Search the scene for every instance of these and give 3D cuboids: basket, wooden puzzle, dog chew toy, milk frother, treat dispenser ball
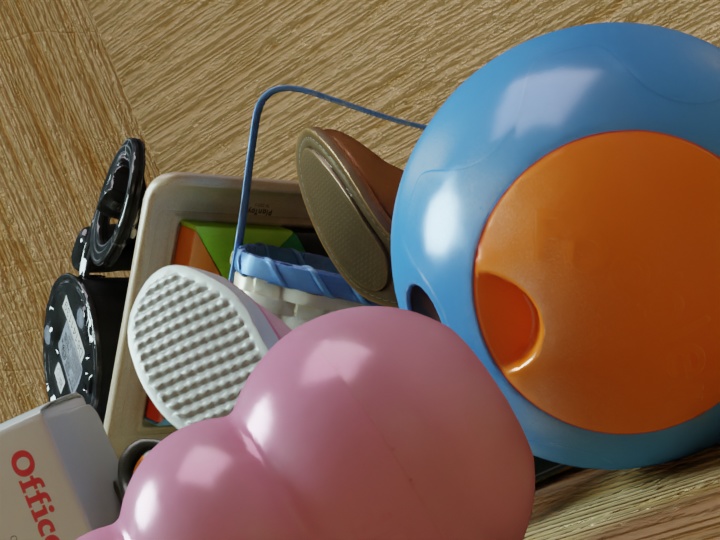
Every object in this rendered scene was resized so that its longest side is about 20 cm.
[{"bbox_3d":[0.000,0.000,0.991,0.175,0.201,0.139,15,9,2],"label":"basket"},{"bbox_3d":[-0.079,0.036,1.069,0.184,0.201,0.037,1,19,-46],"label":"wooden puzzle"},{"bbox_3d":[-0.034,0.101,0.613,0.199,0.125,0.125,-32,0,-10],"label":"dog chew toy"},{"bbox_3d":[-0.113,0.013,1.146,0.187,0.182,0.200,-3,-22,-29],"label":"milk frother"},{"bbox_3d":[0.113,-0.011,0.738,0.200,0.202,0.201,-24,-2,-1],"label":"treat dispenser ball"}]

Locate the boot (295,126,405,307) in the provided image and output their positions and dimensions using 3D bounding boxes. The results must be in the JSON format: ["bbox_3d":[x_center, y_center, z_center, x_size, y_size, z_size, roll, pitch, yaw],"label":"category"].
[{"bbox_3d":[0.072,-0.034,0.912,0.155,0.200,0.077,-31,-32,-29],"label":"boot"}]

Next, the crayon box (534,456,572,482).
[{"bbox_3d":[0.118,0.076,0.935,0.125,0.052,0.200,-24,-1,8],"label":"crayon box"}]

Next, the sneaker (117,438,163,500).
[{"bbox_3d":[-0.077,0.129,0.801,0.074,0.079,0.200,-44,18,-16],"label":"sneaker"}]

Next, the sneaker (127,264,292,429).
[{"bbox_3d":[-0.033,0.073,0.847,0.076,0.200,0.104,-58,-33,4],"label":"sneaker"}]

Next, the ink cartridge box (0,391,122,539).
[{"bbox_3d":[-0.216,0.172,0.860,0.199,0.146,0.083,-24,-2,6],"label":"ink cartridge box"}]
